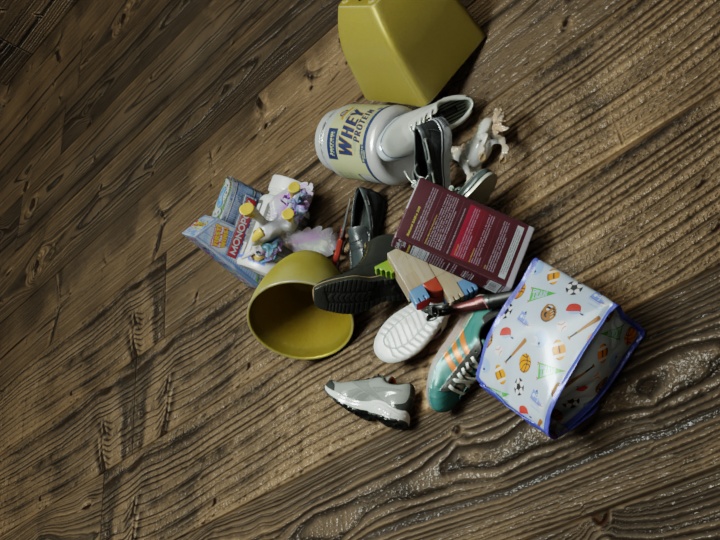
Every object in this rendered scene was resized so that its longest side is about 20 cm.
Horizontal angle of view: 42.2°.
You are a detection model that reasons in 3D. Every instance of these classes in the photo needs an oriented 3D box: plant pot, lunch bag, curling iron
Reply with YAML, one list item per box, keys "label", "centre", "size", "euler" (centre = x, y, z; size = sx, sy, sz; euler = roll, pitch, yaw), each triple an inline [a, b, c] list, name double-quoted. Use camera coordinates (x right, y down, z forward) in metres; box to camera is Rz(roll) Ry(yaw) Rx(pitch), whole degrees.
- label: "plant pot"
  centre: [-0.105, 0.046, 1.749]
  size: [0.199, 0.199, 0.143]
  euler: [-36, 31, 31]
- label: "lunch bag"
  centre: [0.271, 0.116, 1.316]
  size: [0.201, 0.123, 0.170]
  euler: [-56, 40, 0]
- label: "curling iron"
  centre: [0.187, 0.052, 1.434]
  size: [0.197, 0.050, 0.026]
  euler: [-11, 94, 17]
- label: "plant pot"
  centre: [0.071, -0.451, 1.732]
  size: [0.195, 0.201, 0.194]
  euler: [-50, 35, -15]

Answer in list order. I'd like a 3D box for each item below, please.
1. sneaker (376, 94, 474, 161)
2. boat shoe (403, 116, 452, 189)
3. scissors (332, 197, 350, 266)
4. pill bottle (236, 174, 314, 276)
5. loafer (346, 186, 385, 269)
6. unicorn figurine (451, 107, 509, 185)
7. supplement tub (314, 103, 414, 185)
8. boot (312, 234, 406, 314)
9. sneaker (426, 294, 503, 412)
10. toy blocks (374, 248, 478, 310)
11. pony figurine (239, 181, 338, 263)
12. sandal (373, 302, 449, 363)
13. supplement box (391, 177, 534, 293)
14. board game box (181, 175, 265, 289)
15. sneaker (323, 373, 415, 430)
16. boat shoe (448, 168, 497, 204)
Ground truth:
- label: "sneaker"
  centre: [0.115, -0.261, 1.652]
  size: [0.199, 0.074, 0.071]
  euler: [-35, 4, -18]
- label: "boat shoe"
  centre: [0.116, -0.162, 1.600]
  size: [0.074, 0.067, 0.201]
  euler: [50, 150, 41]
- label: "scissors"
  centre: [-0.035, -0.062, 1.755]
  size: [0.200, 0.014, 0.074]
  euler: [106, -178, -66]
- label: "pill bottle"
  centre: [-0.172, -0.088, 1.937]
  size: [0.113, 0.113, 0.203]
  euler: [14, 82, 51]
- label: "loafer"
  centre: [0.002, -0.061, 1.756]
  size: [0.068, 0.070, 0.204]
  euler: [-14, 61, 43]
- label: "unicorn figurine"
  centre: [0.194, -0.200, 1.608]
  size: [0.200, 0.073, 0.139]
  euler: [-40, 37, 32]
- label: "supplement tub"
  centre: [0.018, -0.242, 1.772]
  size: [0.199, 0.144, 0.147]
  euler: [14, 82, 51]
- label: "boot"
  centre: [0.000, 0.000, 1.660]
  size: [0.139, 0.197, 0.078]
  euler: [-114, 24, -47]
- label: "sneaker"
  centre: [0.172, 0.137, 1.457]
  size: [0.080, 0.071, 0.202]
  euler: [28, 91, 56]
- label: "toy blocks"
  centre: [0.140, 0.003, 1.517]
  size: [0.198, 0.100, 0.138]
  euler: [-27, 67, -8]
- label: "pony figurine"
  centre: [-0.146, -0.092, 1.800]
  size: [0.191, 0.200, 0.168]
  euler: [-26, 73, -14]
- label: "sandal"
  centre: [0.110, 0.086, 1.578]
  size: [0.202, 0.050, 0.083]
  euler: [-43, 57, 8]
- label: "supplement box"
  centre: [0.159, -0.052, 1.462]
  size: [0.061, 0.198, 0.110]
  euler: [107, -172, -74]
- label: "board game box"
  centre: [-0.266, -0.087, 1.976]
  size: [0.061, 0.198, 0.203]
  euler: [13, 81, 51]
- label: "sneaker"
  centre: [0.019, 0.215, 1.604]
  size: [0.198, 0.074, 0.080]
  euler: [8, 68, 44]
- label: "boat shoe"
  centre: [0.152, -0.109, 1.563]
  size: [0.062, 0.072, 0.200]
  euler: [58, 133, 22]
